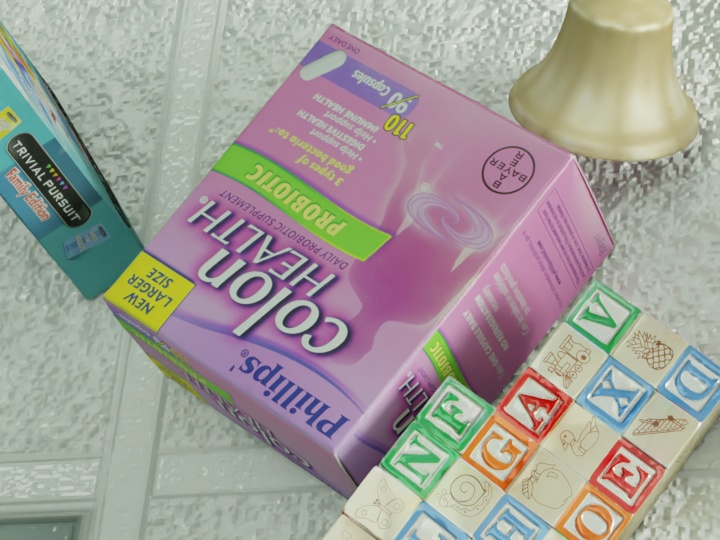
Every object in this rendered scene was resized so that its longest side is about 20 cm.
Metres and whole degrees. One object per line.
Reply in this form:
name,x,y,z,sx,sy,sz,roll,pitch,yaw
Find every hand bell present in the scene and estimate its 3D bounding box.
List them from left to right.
hand bell,0.141,-0.168,1.278,0.103,0.201,0.104,5,33,-3

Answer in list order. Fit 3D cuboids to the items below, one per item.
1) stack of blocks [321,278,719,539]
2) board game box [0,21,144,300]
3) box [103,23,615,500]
stack of blocks,0.079,0.104,1.221,0.115,0.059,0.200,36,77,13
board game box,-0.202,-0.095,1.382,0.047,0.200,0.151,-33,55,0
box,0.000,0.000,1.311,0.176,0.097,0.200,32,76,33
